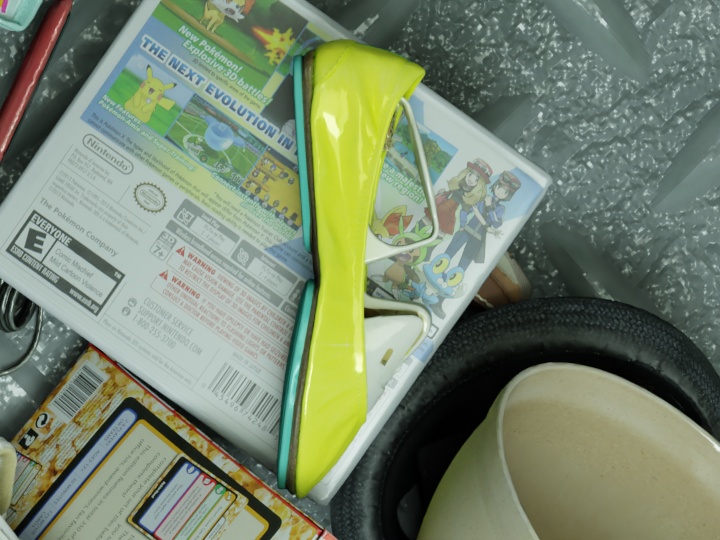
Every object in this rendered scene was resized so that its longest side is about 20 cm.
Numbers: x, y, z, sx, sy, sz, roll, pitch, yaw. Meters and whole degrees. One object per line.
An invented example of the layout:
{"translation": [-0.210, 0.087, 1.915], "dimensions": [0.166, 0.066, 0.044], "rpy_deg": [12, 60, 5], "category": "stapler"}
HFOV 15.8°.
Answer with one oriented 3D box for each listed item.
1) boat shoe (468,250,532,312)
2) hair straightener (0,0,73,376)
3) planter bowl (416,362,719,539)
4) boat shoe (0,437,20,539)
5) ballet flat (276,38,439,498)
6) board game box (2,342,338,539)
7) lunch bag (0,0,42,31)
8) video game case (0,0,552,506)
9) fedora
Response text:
{"translation": [-0.012, -0.027, 1.222], "dimensions": [0.200, 0.076, 0.072], "rpy_deg": [33, 87, -4], "category": "boat shoe"}
{"translation": [-0.149, -0.025, 1.201], "dimensions": [0.077, 0.041, 0.201], "rpy_deg": [26, 87, -14], "category": "hair straightener"}
{"translation": [0.096, 0.158, 1.118], "dimensions": [0.200, 0.201, 0.135], "rpy_deg": [36, 118, -14], "category": "planter bowl"}
{"translation": [-0.182, 0.098, 1.146], "dimensions": [0.069, 0.071, 0.200], "rpy_deg": [-34, 60, -9], "category": "boat shoe"}
{"translation": [0.000, 0.000, 1.127], "dimensions": [0.067, 0.067, 0.201], "rpy_deg": [3, 89, -1], "category": "ballet flat"}
{"translation": [-0.106, 0.138, 1.144], "dimensions": [0.152, 0.200, 0.046], "rpy_deg": [-50, 133, -5], "category": "board game box"}
{"translation": [-0.167, -0.213, 1.117], "dimensions": [0.122, 0.170, 0.201], "rpy_deg": [24, 88, -22], "category": "lunch bag"}
{"translation": [-0.045, -0.025, 1.171], "dimensions": [0.200, 0.022, 0.183], "rpy_deg": [35, 92, 1], "category": "video game case"}
{"translation": [0.081, 0.100, 1.239], "dimensions": [0.199, 0.092, 0.202], "rpy_deg": [-1, 96, -7], "category": "fedora"}
